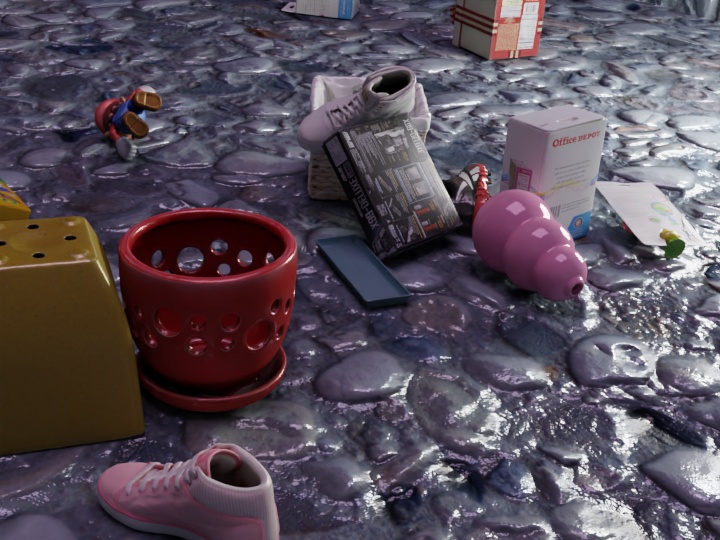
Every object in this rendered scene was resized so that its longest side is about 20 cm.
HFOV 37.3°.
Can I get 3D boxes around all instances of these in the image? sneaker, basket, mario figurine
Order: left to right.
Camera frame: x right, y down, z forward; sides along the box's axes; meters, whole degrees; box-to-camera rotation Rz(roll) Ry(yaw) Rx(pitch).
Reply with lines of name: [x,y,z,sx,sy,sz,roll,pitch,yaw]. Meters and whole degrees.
mario figurine: [-0.393,-0.264,1.882,0.123,0.107,0.200,-30,16,-21]
sneaker: [-0.164,0.199,1.010,0.199,0.105,0.075,16,31,23]
sneaker: [-0.007,-0.254,1.630,0.199,0.074,0.116,-25,-11,-7]
basket: [0.009,-0.222,1.806,0.196,0.162,0.200,3,26,-3]
sneaker: [0.165,-0.126,1.743,0.097,0.071,0.201,8,28,0]

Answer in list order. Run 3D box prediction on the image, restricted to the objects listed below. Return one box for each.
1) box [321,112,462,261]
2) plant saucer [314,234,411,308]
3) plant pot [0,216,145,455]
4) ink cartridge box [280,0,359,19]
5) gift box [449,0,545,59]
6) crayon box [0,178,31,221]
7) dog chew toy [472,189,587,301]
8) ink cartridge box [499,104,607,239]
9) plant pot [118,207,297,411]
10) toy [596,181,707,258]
box: [0.050,-0.130,1.615,0.157,0.201,0.050,-22,-6,-42]
plant saucer: [0.000,0.000,1.526,0.069,0.019,0.200,-7,30,-22]
plant pot: [-0.344,0.055,1.156,0.194,0.201,0.194,-5,28,-20]
ink cartridge box: [-0.108,-0.741,2.911,0.198,0.068,0.115,8,27,7]
gift box: [0.346,-0.648,2.671,0.183,0.201,0.187,-6,27,-32]
crayon box: [-0.563,-0.102,1.545,0.125,0.052,0.200,13,16,-42]
dog chew toy: [0.247,-0.029,1.521,0.124,0.125,0.200,-11,39,-29]
ink cartridge box: [0.295,-0.146,1.659,0.144,0.201,0.084,-17,34,-37]
plant pot: [-0.175,0.046,1.220,0.199,0.184,0.201,4,27,-2]
toy: [0.462,-0.080,1.731,0.114,0.048,0.200,0,30,-16]
